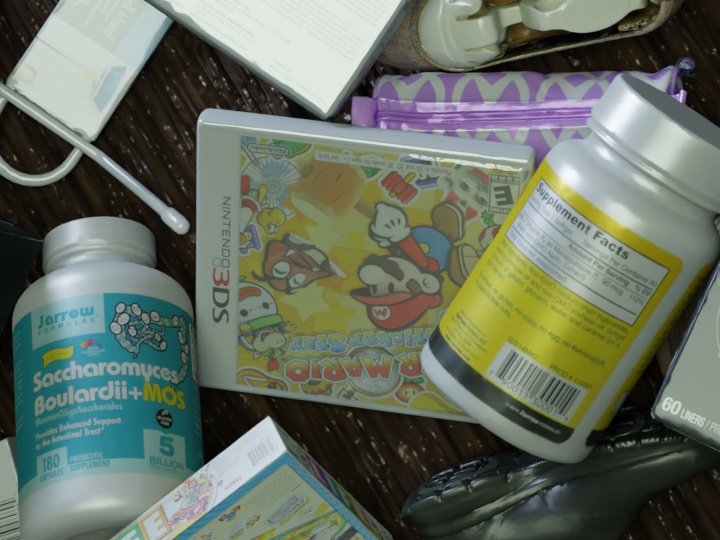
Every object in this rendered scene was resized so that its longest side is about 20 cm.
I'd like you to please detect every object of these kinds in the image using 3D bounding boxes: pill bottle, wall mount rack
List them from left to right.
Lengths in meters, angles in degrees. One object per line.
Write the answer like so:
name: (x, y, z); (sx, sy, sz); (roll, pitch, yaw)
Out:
pill bottle: (-0.151, 0.072, 1.583); (0.111, 0.111, 0.200); (-11, 64, 8)
wall mount rack: (-0.142, -0.122, 1.623); (0.174, 0.075, 0.200); (34, 95, -1)
pill bottle: (0.131, -0.002, 1.493); (0.114, 0.114, 0.200); (35, 103, 8)

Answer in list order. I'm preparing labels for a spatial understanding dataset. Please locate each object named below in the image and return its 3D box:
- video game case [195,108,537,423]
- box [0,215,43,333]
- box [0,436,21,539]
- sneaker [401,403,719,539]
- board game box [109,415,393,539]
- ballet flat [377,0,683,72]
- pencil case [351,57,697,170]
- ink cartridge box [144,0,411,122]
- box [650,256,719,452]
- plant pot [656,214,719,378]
video game case: (0.000, 0.000, 1.580); (0.200, 0.023, 0.182); (7, 119, 9)
box: (-0.322, -0.003, 1.590); (0.200, 0.124, 0.149); (27, 93, 32)
box: (-0.269, 0.201, 1.626); (0.200, 0.041, 0.156); (-19, 85, 20)
sneaker: (0.129, 0.140, 1.576); (0.200, 0.076, 0.091); (-19, 99, 21)
board game box: (-0.089, 0.188, 1.530); (0.200, 0.134, 0.034); (-38, 40, 6)
ballet flat: (0.094, -0.155, 1.584); (0.200, 0.067, 0.068); (-12, 109, 9)
pencil case: (0.100, -0.080, 1.577); (0.200, 0.085, 0.084); (-3, 81, 10)
ink cartridge box: (-0.029, -0.213, 1.560); (0.162, 0.050, 0.200); (34, 90, 2)
box: (0.253, 0.014, 1.447); (0.122, 0.106, 0.200); (24, 91, 8)
plant pot: (0.268, 0.025, 1.544); (0.201, 0.093, 0.201); (0, 88, 8)
